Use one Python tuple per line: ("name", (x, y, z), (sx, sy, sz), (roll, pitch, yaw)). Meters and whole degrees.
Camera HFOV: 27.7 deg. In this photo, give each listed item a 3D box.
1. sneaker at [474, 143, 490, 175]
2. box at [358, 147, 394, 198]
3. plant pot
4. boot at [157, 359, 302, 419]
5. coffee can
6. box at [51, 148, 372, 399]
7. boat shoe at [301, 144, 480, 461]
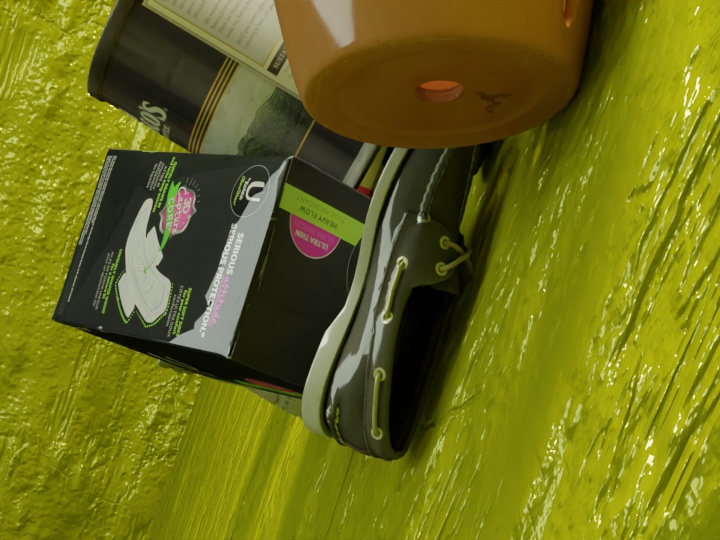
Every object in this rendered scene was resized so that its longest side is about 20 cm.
("sneaker", (0.047, -0.156, 0.914), (0.115, 0.075, 0.200), (-62, 29, 26))
("box", (-0.016, -0.037, 1.142), (0.075, 0.050, 0.202), (69, -139, -70))
("plant pot", (0.036, -0.151, 0.724), (0.200, 0.197, 0.142), (127, 143, -67))
("boot", (-0.084, 0.028, 1.222), (0.201, 0.153, 0.073), (-81, 12, -49))
("coffee can", (-0.071, -0.138, 1.032), (0.147, 0.199, 0.146), (-60, 1, 1))
("box", (-0.073, 0.006, 0.934), (0.199, 0.148, 0.126), (8, 77, 48))
("boat shoe", (0.031, 0.006, 0.818), (0.072, 0.060, 0.204), (16, -85, -61))
